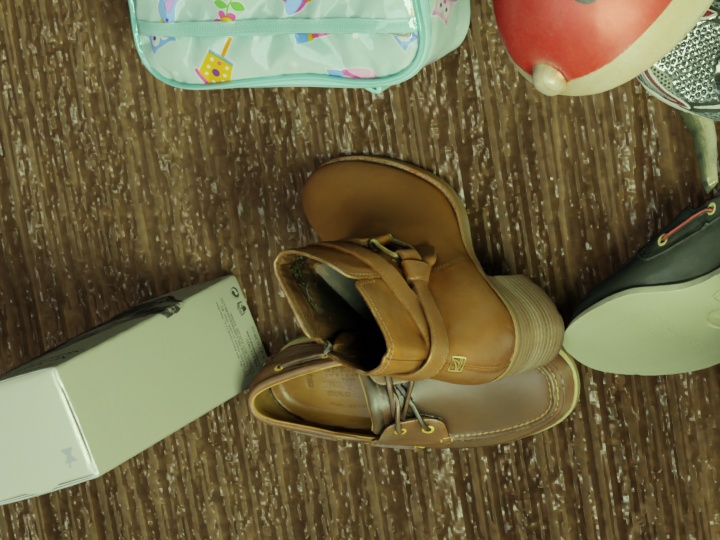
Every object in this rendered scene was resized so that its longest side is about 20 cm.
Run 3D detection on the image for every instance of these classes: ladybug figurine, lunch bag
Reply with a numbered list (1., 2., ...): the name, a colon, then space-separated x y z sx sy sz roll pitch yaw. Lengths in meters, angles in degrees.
1. ladybug figurine: 0.128 -0.181 1.450 0.136 0.072 0.200 7 65 36
2. lunch bag: -0.037 -0.177 1.590 0.200 0.077 0.161 1 105 27

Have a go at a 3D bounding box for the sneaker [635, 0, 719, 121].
1. sneaker: 0.234 -0.096 1.449 0.200 0.075 0.081 14 112 7

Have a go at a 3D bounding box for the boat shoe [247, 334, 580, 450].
1. boat shoe: 0.027 0.073 1.634 0.200 0.068 0.072 -1 104 27

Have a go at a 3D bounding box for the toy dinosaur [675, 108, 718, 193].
1. toy dinosaur: 0.145 -0.143 1.524 0.200 0.047 0.088 46 122 12

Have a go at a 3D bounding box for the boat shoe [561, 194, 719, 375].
1. boat shoe: 0.191 0.001 1.536 0.074 0.063 0.201 32 139 -27

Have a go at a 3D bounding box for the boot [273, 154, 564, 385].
1. boot: 0.000 0.000 1.562 0.200 0.155 0.077 45 119 30

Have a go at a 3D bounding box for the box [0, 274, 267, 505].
1. box: -0.139 0.066 1.641 0.082 0.200 0.069 -18 96 30
